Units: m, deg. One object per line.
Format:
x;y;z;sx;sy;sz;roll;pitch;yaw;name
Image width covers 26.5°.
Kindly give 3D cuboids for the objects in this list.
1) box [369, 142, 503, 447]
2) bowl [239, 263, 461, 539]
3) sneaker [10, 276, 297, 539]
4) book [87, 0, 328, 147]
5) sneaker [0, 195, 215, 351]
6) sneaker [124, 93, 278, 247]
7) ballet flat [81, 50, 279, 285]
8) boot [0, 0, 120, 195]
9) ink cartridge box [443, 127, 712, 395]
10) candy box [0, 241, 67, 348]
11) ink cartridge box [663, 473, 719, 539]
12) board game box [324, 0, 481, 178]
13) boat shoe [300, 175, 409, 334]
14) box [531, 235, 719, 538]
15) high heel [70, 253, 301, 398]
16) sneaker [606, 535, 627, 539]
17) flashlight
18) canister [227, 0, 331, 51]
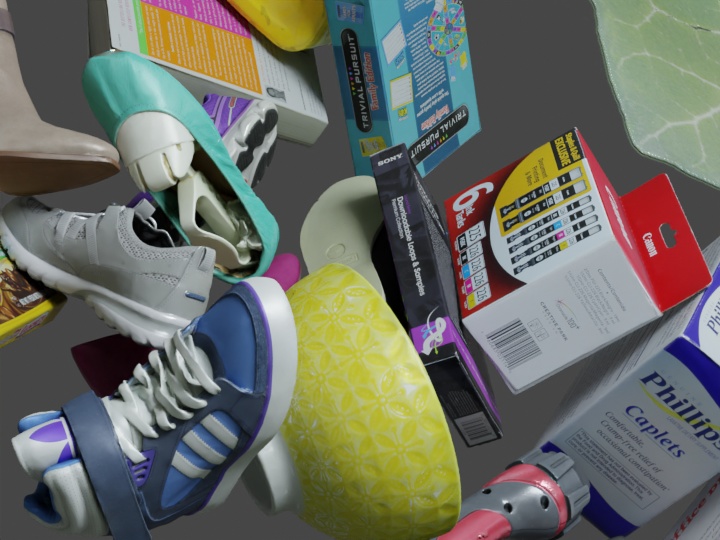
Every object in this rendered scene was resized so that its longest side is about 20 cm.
0.059;0.019;1.189;0.143;0.036;0.200;58;18;-53;box
-0.029;0.106;1.021;0.108;0.200;0.200;-23;69;-19;bowl
-0.133;0.090;0.928;0.146;0.200;0.081;-4;47;-35;sneaker
-0.128;-0.187;1.281;0.200;0.048;0.134;14;45;-27;book
-0.166;-0.014;1.031;0.200;0.082;0.075;28;2;34;sneaker
-0.139;-0.067;1.167;0.083;0.081;0.200;18;43;19;sneaker
-0.119;-0.064;1.049;0.200;0.067;0.070;52;21;-32;ballet flat
-0.259;-0.127;1.055;0.199;0.070;0.147;-3;68;9;boot
0.166;-0.023;1.208;0.084;0.175;0.200;54;15;-25;ink cartridge box
-0.257;0.008;0.963;0.102;0.026;0.200;38;10;0;candy box
0.330;0.230;1.122;0.146;0.147;0.200;35;7;-8;ink cartridge box
0.037;-0.185;1.305;0.047;0.200;0.151;7;29;32;board game box
-0.003;0.001;1.204;0.202;0.074;0.063;-95;162;-50;boat shoe
0.254;0.087;1.209;0.105;0.200;0.184;42;42;-1;box
-0.117;0.029;1.085;0.096;0.067;0.200;46;44;-10;high heel
0.156;0.267;1.087;0.201;0.067;0.108;-14;62;-45;sneaker
0.086;0.194;1.098;0.200;0.068;0.068;-26;87;-46;flashlight
-0.033;-0.267;1.355;0.149;0.087;0.200;44;32;13;canister
